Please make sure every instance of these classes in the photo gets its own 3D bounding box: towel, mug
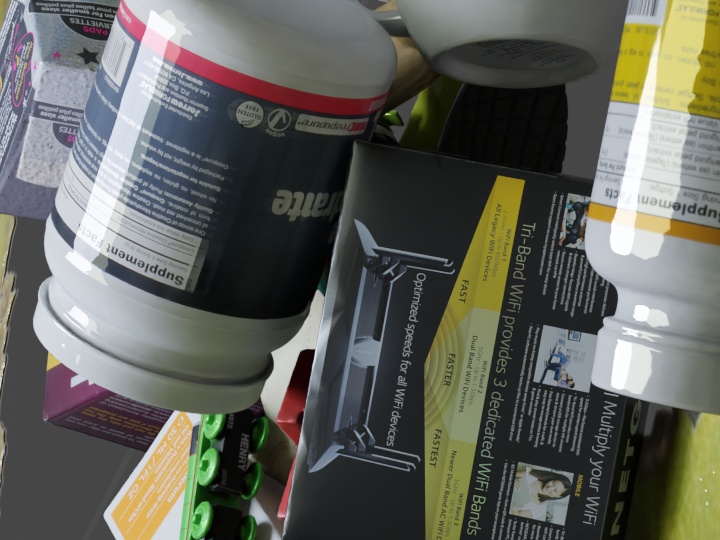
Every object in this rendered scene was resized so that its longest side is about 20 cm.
[{"bbox_3d":[0.049,-0.088,1.635,0.086,0.018,0.201,-104,31,-50],"label":"towel"},{"bbox_3d":[0.058,-0.183,1.432,0.199,0.147,0.176,-9,74,36],"label":"mug"}]

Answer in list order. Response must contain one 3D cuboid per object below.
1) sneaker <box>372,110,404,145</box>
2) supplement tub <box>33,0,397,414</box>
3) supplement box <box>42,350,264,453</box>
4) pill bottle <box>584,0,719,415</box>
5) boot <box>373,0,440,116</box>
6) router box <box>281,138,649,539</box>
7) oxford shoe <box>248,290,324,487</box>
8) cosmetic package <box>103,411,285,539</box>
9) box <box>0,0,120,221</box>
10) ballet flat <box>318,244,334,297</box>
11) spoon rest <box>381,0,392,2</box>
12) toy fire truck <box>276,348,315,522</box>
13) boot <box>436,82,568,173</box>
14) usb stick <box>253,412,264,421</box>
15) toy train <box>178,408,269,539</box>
[{"bbox_3d":[-0.056,-0.028,1.673,0.072,0.199,0.083,59,-175,-32],"label":"sneaker"},{"bbox_3d":[-0.075,-0.045,1.412,0.140,0.140,0.201,-122,49,-61],"label":"supplement tub"},{"bbox_3d":[-0.102,0.022,1.797,0.200,0.103,0.132,-27,53,46],"label":"supplement box"},{"bbox_3d":[0.155,-0.043,1.193,0.111,0.110,0.201,-161,81,-69],"label":"pill bottle"},{"bbox_3d":[-0.048,-0.075,1.574,0.066,0.199,0.175,59,-177,-18],"label":"boot"},{"bbox_3d":[0.058,0.049,1.355,0.052,0.156,0.201,5,-84,-71],"label":"router box"},{"bbox_3d":[-0.026,0.043,1.638,0.071,0.073,0.201,-42,-34,-60],"label":"oxford shoe"},{"bbox_3d":[-0.072,0.171,1.693,0.102,0.071,0.200,-56,35,12],"label":"cosmetic package"},{"bbox_3d":[-0.139,-0.105,1.884,0.115,0.199,0.133,-106,32,-46],"label":"box"},{"bbox_3d":[0.000,0.000,1.503,0.200,0.067,0.071,-135,26,-75],"label":"ballet flat"},{"bbox_3d":[0.044,-0.250,1.635,0.060,0.099,0.201,16,83,53],"label":"spoon rest"},{"bbox_3d":[0.029,0.094,1.484,0.199,0.141,0.049,0,58,31],"label":"toy fire truck"},{"bbox_3d":[0.049,-0.038,1.538,0.131,0.067,0.201,-127,45,-64],"label":"boot"},{"bbox_3d":[-0.051,0.171,1.763,0.056,0.032,0.201,120,151,-42],"label":"usb stick"},{"bbox_3d":[-0.088,0.167,1.619,0.056,0.042,0.201,-32,45,53],"label":"toy train"}]
